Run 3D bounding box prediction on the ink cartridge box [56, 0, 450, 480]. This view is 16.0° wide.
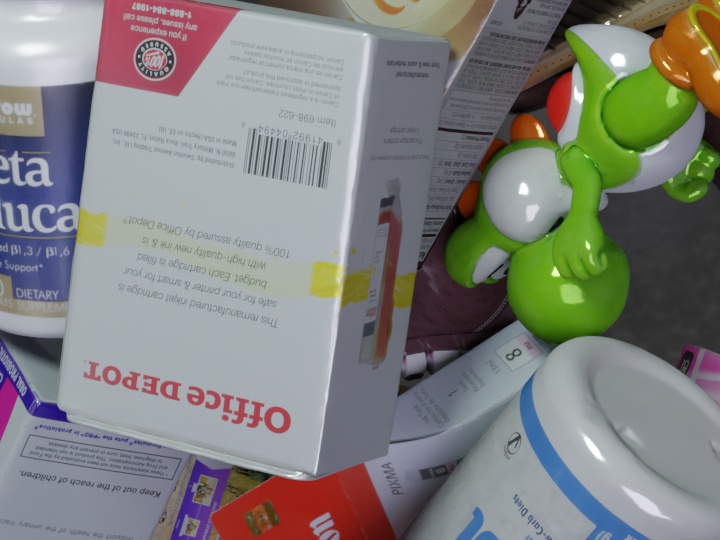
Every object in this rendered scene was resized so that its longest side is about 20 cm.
[{"bbox_3d":[-0.051,-0.020,1.182,0.144,0.083,0.202,12,99,27],"label":"ink cartridge box"}]

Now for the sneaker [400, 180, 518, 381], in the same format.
[{"bbox_3d":[0.000,0.000,1.316,0.199,0.076,0.116,-11,107,-24],"label":"sneaker"}]

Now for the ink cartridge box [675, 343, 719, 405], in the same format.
[{"bbox_3d":[0.200,0.101,1.269,0.037,0.200,0.095,21,91,-23],"label":"ink cartridge box"}]

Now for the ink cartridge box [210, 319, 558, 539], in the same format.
[{"bbox_3d":[0.040,0.134,1.335,0.199,0.057,0.163,-34,134,-12],"label":"ink cartridge box"}]

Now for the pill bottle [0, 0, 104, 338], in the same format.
[{"bbox_3d":[-0.147,-0.078,1.252,0.110,0.111,0.201,-4,114,-3],"label":"pill bottle"}]

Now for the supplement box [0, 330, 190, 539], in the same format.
[{"bbox_3d":[-0.177,0.131,1.330,0.103,0.101,0.201,11,113,-35],"label":"supplement box"}]

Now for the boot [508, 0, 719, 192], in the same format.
[{"bbox_3d":[0.175,-0.075,1.302,0.199,0.072,0.167,-24,112,2],"label":"boot"}]

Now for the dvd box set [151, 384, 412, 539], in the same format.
[{"bbox_3d":[-0.030,0.121,1.393,0.199,0.029,0.147,14,111,-10],"label":"dvd box set"}]

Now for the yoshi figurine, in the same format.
[{"bbox_3d":[0.128,-0.038,1.235,0.112,0.112,0.200,25,128,-30],"label":"yoshi figurine"}]

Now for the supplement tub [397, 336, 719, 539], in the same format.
[{"bbox_3d":[0.092,0.143,1.251,0.131,0.132,0.200,28,118,-16],"label":"supplement tub"}]

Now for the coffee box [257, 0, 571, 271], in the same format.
[{"bbox_3d":[0.017,-0.113,1.237,0.114,0.080,0.201,37,107,24],"label":"coffee box"}]
